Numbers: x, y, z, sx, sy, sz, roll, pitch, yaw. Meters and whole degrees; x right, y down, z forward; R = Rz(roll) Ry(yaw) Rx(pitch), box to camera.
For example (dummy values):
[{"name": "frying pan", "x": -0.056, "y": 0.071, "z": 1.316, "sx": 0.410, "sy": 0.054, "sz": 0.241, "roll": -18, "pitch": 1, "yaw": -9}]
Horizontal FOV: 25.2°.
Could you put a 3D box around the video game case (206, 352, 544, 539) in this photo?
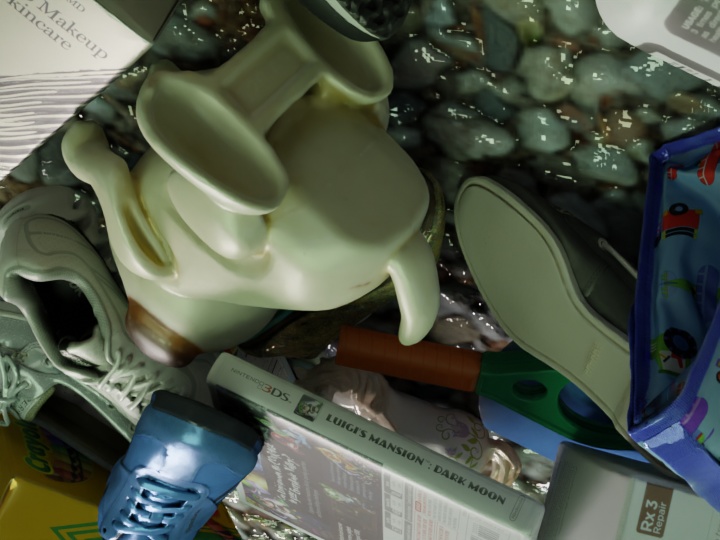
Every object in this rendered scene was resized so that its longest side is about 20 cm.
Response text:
[{"name": "video game case", "x": 0.008, "y": 0.126, "z": 0.881, "sx": 0.181, "sy": 0.023, "sz": 0.200, "roll": 24, "pitch": 158, "yaw": 12}]

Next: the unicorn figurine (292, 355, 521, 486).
[{"name": "unicorn figurine", "x": 0.011, "y": 0.102, "z": 1.013, "sx": 0.199, "sy": 0.074, "sz": 0.137, "roll": 9, "pitch": 150, "yaw": -18}]

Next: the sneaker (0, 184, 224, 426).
[{"name": "sneaker", "x": -0.136, "y": 0.047, "z": 0.908, "sx": 0.075, "sy": 0.081, "sz": 0.200, "roll": -36, "pitch": 115, "yaw": 13}]

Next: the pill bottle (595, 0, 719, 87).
[{"name": "pill bottle", "x": 0.161, "y": -0.124, "z": 0.618, "sx": 0.199, "sy": 0.116, "sz": 0.116, "roll": 25, "pitch": 143, "yaw": -5}]

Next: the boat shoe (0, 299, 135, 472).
[{"name": "boat shoe", "x": -0.173, "y": 0.083, "z": 0.983, "sx": 0.201, "sy": 0.065, "sz": 0.074, "roll": 31, "pitch": 141, "yaw": -16}]

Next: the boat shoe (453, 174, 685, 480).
[{"name": "boat shoe", "x": 0.124, "y": 0.024, "z": 0.821, "sx": 0.200, "sy": 0.057, "sz": 0.067, "roll": 50, "pitch": 134, "yaw": 28}]

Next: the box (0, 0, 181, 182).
[{"name": "box", "x": -0.172, "y": -0.116, "z": 0.823, "sx": 0.082, "sy": 0.069, "sz": 0.200, "roll": 37, "pitch": 140, "yaw": -19}]

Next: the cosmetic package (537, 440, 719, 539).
[{"name": "cosmetic package", "x": 0.141, "y": 0.151, "z": 0.839, "sx": 0.074, "sy": 0.102, "sz": 0.200, "roll": 14, "pitch": 179, "yaw": -4}]

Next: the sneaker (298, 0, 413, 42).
[{"name": "sneaker", "x": -0.055, "y": -0.178, "z": 0.704, "sx": 0.090, "sy": 0.070, "sz": 0.200, "roll": -2, "pitch": 140, "yaw": 49}]

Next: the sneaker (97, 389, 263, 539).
[{"name": "sneaker", "x": -0.103, "y": 0.121, "z": 0.868, "sx": 0.066, "sy": 0.079, "sz": 0.200, "roll": 27, "pitch": 157, "yaw": -6}]

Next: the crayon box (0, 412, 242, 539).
[{"name": "crayon box", "x": -0.174, "y": 0.146, "z": 1.017, "sx": 0.199, "sy": 0.051, "sz": 0.127, "roll": 24, "pitch": -171, "yaw": -25}]

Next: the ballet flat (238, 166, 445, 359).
[{"name": "ballet flat", "x": 0.000, "y": 0.000, "z": 0.900, "sx": 0.071, "sy": 0.071, "sz": 0.200, "roll": 36, "pitch": 140, "yaw": -19}]

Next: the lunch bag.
[{"name": "lunch bag", "x": 0.198, "y": 0.044, "z": 0.739, "sx": 0.150, "sy": 0.201, "sz": 0.094, "roll": 40, "pitch": 138, "yaw": -24}]

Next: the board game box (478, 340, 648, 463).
[{"name": "board game box", "x": 0.170, "y": 0.068, "z": 0.921, "sx": 0.199, "sy": 0.039, "sz": 0.158, "roll": 27, "pitch": 139, "yaw": -18}]

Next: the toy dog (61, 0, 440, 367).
[{"name": "toy dog", "x": -0.056, "y": -0.030, "z": 0.821, "sx": 0.194, "sy": 0.140, "sz": 0.200, "roll": 39, "pitch": 146, "yaw": -11}]

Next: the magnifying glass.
[{"name": "magnifying glass", "x": 0.085, "y": 0.059, "z": 0.883, "sx": 0.199, "sy": 0.023, "sz": 0.080, "roll": 10, "pitch": 142, "yaw": 0}]

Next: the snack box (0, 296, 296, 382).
[{"name": "snack box", "x": -0.153, "y": 0.051, "z": 1.034, "sx": 0.199, "sy": 0.053, "sz": 0.143, "roll": 1, "pitch": 138, "yaw": 22}]
